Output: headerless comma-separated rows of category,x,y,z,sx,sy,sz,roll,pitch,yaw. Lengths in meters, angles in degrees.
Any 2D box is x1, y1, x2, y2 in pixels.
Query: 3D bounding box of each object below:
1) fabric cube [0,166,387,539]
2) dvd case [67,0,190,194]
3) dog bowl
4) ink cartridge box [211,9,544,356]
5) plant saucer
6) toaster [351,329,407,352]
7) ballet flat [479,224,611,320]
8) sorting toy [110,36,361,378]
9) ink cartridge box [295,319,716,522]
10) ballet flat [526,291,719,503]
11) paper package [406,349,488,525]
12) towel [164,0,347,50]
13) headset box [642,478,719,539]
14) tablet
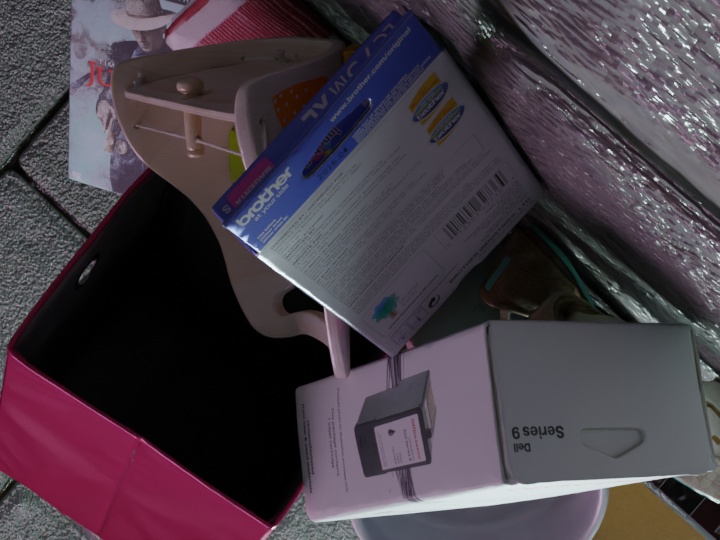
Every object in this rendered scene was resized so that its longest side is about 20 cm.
fabric cube,-0.113,0.077,0.906,0.200,0.197,0.200,34,147,1
dvd case,-0.169,-0.144,1.081,0.145,0.201,0.022,18,-146,10
dog bowl,0.089,0.151,1.037,0.200,0.200,0.079,41,-157,-20
ink cartridge box,0.010,-0.038,0.617,0.042,0.119,0.200,43,-178,27
plant saucer,0.263,0.228,1.251,0.048,0.201,0.199,-13,-167,-42
toaster,0.000,0.000,1.030,0.129,0.113,0.200,54,167,13
ballet flat,0.142,0.045,0.911,0.200,0.072,0.068,40,-172,-44
sorting toy,-0.047,-0.034,0.753,0.200,0.106,0.181,22,125,60
ink cartridge box,0.075,0.087,0.747,0.145,0.085,0.200,2,165,-32
ballet flat,0.187,0.080,0.811,0.199,0.067,0.062,30,139,11
paper package,0.110,0.096,1.186,0.103,0.200,0.191,40,180,-18
towel,-0.030,-0.108,0.857,0.200,0.023,0.144,42,156,-15
headset box,0.287,0.174,1.038,0.200,0.077,0.149,43,180,25
tablet,0.109,0.054,0.951,0.130,0.014,0.200,50,-145,-3
